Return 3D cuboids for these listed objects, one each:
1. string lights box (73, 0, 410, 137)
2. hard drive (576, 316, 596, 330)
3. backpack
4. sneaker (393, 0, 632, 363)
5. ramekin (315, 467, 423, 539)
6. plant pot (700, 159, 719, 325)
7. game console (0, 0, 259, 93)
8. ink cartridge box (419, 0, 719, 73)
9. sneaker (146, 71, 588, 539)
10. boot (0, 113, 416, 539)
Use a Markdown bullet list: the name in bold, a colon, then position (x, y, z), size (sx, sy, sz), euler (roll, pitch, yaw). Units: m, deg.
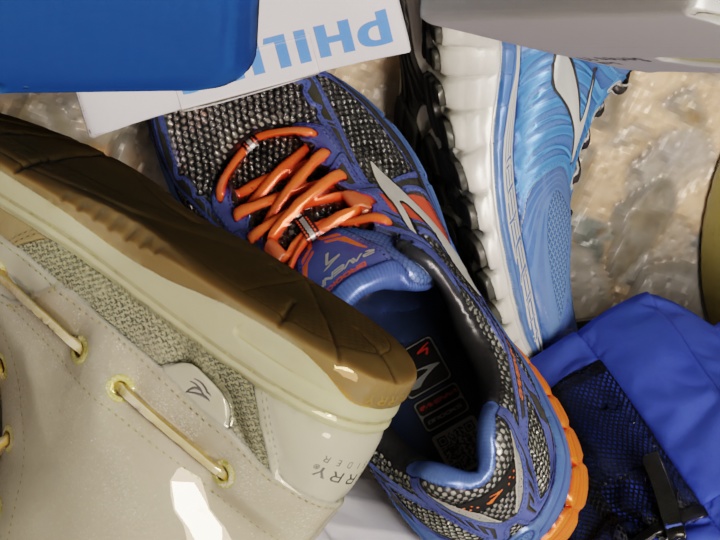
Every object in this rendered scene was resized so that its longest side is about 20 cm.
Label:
- **string lights box**: position (-0.058, -0.146, 0.817), size (0.103, 0.059, 0.200), euler (-15, 123, -1)
- **hard drive**: position (0.044, 0.117, 1.041), size (0.139, 0.033, 0.200), euler (-7, 119, -24)
- **backpack**: position (0.130, 0.117, 0.914), size (0.168, 0.200, 0.163), euler (-33, 136, 7)
- **sneaker**: position (0.060, -0.058, 0.927), size (0.089, 0.079, 0.200), euler (-16, 122, -16)
- **ramekin**: position (-0.051, 0.142, 0.907), size (0.098, 0.200, 0.201), euler (10, 112, -49)
- **plant pot**: position (0.242, 0.002, 1.012), size (0.200, 0.142, 0.200), euler (-12, 121, -21)
- **game console**: position (-0.126, -0.135, 0.770), size (0.199, 0.118, 0.171), euler (-1, 92, -5)
- **ink cartridge box**: position (0.097, -0.160, 0.810), size (0.083, 0.147, 0.200), euler (8, 89, -30)
- **sneaker**: position (0.000, 0.000, 0.869), size (0.075, 0.200, 0.078), euler (-39, 163, 0)
- **boot**: position (-0.095, 0.046, 0.836), size (0.072, 0.200, 0.155), euler (-4, 122, -62)
